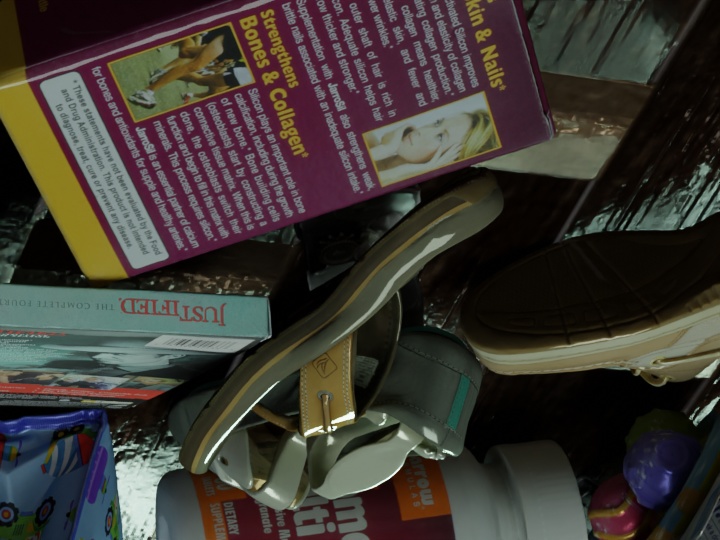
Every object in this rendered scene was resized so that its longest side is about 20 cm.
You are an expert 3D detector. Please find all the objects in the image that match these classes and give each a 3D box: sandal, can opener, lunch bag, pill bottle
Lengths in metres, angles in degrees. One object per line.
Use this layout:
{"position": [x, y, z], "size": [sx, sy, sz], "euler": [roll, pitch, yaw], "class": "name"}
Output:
{"position": [-0.006, 0.032, 1.108], "size": [0.200, 0.080, 0.054], "euler": [-40, 94, 28], "class": "sandal"}
{"position": [0.000, 0.000, 1.202], "size": [0.053, 0.067, 0.200], "euler": [-13, 153, -4], "class": "can opener"}
{"position": [-0.159, 0.188, 1.224], "size": [0.094, 0.200, 0.151], "euler": [-1, 141, -2], "class": "lunch bag"}
{"position": [0.005, 0.140, 1.306], "size": [0.200, 0.110, 0.110], "euler": [-7, 139, -11], "class": "pill bottle"}

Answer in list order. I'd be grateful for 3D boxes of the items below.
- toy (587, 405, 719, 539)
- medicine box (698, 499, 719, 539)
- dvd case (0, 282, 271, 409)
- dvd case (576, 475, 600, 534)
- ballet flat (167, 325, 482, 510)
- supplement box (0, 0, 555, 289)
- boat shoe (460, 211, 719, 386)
{"position": [0.140, 0.108, 1.295], "size": [0.047, 0.115, 0.200], "euler": [27, 151, 3], "class": "toy"}
{"position": [0.223, 0.219, 1.390], "size": [0.200, 0.182, 0.103], "euler": [-34, 136, 8], "class": "medicine box"}
{"position": [-0.139, 0.034, 1.133], "size": [0.146, 0.022, 0.200], "euler": [3, 169, -21], "class": "dvd case"}
{"position": [0.090, 0.195, 1.468], "size": [0.200, 0.016, 0.149], "euler": [-37, 135, 22], "class": "dvd case"}
{"position": [-0.026, 0.076, 1.204], "size": [0.067, 0.064, 0.200], "euler": [29, 148, -33], "class": "ballet flat"}
{"position": [-0.040, -0.095, 1.034], "size": [0.200, 0.103, 0.131], "euler": [-17, 140, 2], "class": "supplement box"}
{"position": [0.147, 0.021, 1.247], "size": [0.200, 0.074, 0.069], "euler": [-13, 134, -4], "class": "boat shoe"}
